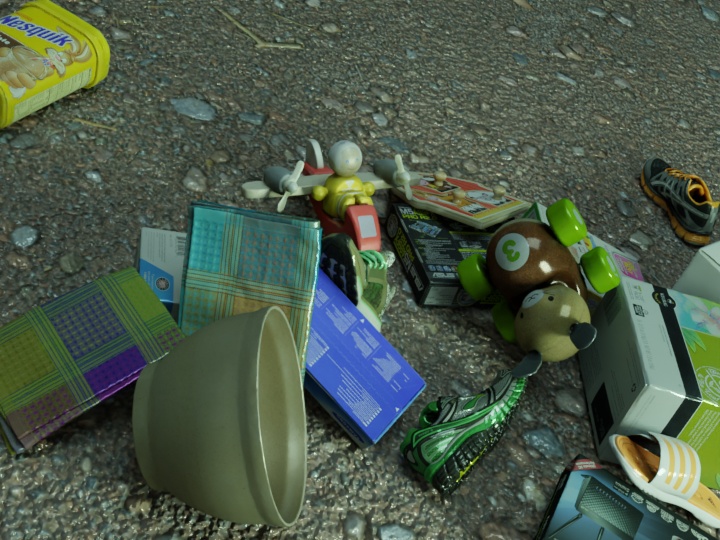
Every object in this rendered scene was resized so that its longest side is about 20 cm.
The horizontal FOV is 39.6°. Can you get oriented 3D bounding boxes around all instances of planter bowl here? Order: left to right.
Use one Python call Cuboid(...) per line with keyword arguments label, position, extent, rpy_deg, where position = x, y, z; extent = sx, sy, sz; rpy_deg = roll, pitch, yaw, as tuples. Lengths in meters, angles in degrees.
Cuboid(label="planter bowl", position=(-0.134, 0.141, 0.945), extent=(0.132, 0.203, 0.202), rpy_deg=(-5, 38, 7))

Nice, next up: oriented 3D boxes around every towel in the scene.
Cuboid(label="towel", position=(-0.285, 0.083, 1.003), extent=(0.198, 0.023, 0.144), rpy_deg=(-30, 57, -21))
Cuboid(label="towel", position=(-0.119, 0.037, 1.040), extent=(0.144, 0.204, 0.022), rpy_deg=(8, 7, 7))

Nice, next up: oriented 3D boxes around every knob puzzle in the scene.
Cuboid(label="knob puzzle", position=(0.129, -0.119, 1.448), extent=(0.215, 0.031, 0.220), rpy_deg=(10, 21, -4))

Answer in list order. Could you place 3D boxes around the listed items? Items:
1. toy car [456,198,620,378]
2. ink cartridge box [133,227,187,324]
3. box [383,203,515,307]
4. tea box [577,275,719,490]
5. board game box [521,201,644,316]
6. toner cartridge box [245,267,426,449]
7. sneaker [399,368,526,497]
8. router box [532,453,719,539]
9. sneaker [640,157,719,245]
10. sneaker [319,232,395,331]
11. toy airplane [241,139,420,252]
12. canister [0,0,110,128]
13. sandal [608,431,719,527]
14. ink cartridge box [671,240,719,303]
Cuboid(label="toy car", position=(0.216, 0.044, 1.189), extent=(0.158, 0.163, 0.201), rpy_deg=(48, 25, -23))
Cuboid(label="ink cartridge box", position=(-0.159, 0.025, 1.147), extent=(0.196, 0.068, 0.117), rpy_deg=(8, 43, -17))
Cuboid(label="box", position=(0.148, -0.020, 1.375), extent=(0.196, 0.045, 0.161), rpy_deg=(2, 42, -25))
Cuboid(label="tea box", position=(0.390, 0.138, 1.233), extent=(0.193, 0.135, 0.202), rpy_deg=(15, 38, -10))
Cuboid(label="board game box", position=(0.317, 0.006, 1.386), extent=(0.198, 0.040, 0.154), rpy_deg=(27, 34, -21))
Cuboid(label="toner cartridge box", position=(-0.030, 0.087, 1.088), extent=(0.200, 0.043, 0.095), rpy_deg=(47, 64, 1))
Cuboid(label="sneaker", position=(0.119, 0.161, 1.118), extent=(0.085, 0.079, 0.199), rpy_deg=(36, 40, 19))
Cuboid(label="router box", position=(0.278, 0.304, 1.038), extent=(0.198, 0.063, 0.150), rpy_deg=(30, 40, 10))
Cuboid(label="sneaker", position=(0.540, -0.131, 1.674), extent=(0.077, 0.078, 0.202), rpy_deg=(0, 41, -23))
Cuboid(label="sneaker", position=(0.000, 0.000, 1.146), extent=(0.076, 0.201, 0.089), rpy_deg=(32, 71, 22))
Cuboid(label="toy airplane", position=(-0.032, -0.116, 1.317), extent=(0.196, 0.143, 0.201), rpy_deg=(24, 40, 10))
Cuboid(label="canister", position=(-0.458, -0.280, 1.350), extent=(0.147, 0.087, 0.200), rpy_deg=(31, 40, 11))
Cuboid(label="sandal", position=(0.360, 0.223, 1.128), extent=(0.205, 0.059, 0.080), rpy_deg=(29, 24, -29))
Cuboid(label="ink cartridge box", position=(0.527, 0.025, 1.424), extent=(0.198, 0.147, 0.084), rpy_deg=(-16, 51, -39))
